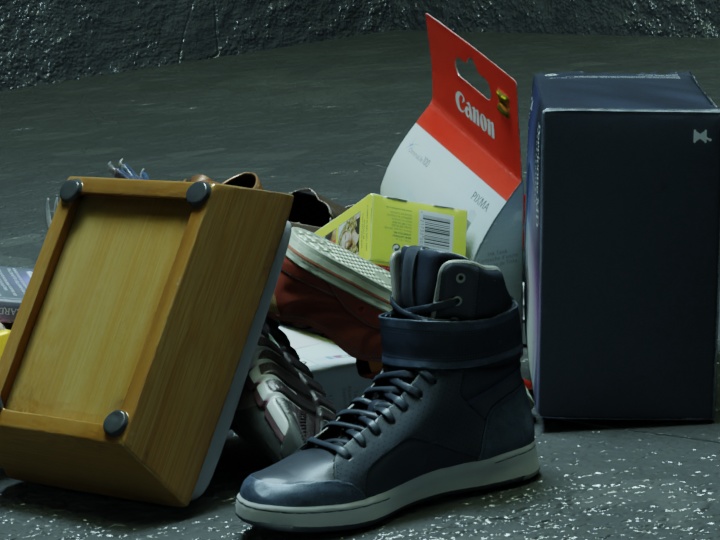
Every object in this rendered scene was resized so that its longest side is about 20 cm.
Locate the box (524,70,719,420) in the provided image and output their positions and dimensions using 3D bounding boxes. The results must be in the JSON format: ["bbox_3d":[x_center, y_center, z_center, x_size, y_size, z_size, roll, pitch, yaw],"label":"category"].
[{"bbox_3d":[0.170,-0.022,1.563,0.122,0.202,0.198,0,11,2],"label":"box"}]

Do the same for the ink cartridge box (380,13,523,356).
[{"bbox_3d":[0.060,-0.056,1.619,0.047,0.201,0.160,-11,26,-18],"label":"ink cartridge box"}]

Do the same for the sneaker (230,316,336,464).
[{"bbox_3d":[-0.085,0.092,1.470,0.076,0.115,0.200,38,14,-39],"label":"sneaker"}]

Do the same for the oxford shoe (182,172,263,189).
[{"bbox_3d":[-0.123,-0.026,1.625,0.071,0.072,0.200,4,15,23],"label":"oxford shoe"}]

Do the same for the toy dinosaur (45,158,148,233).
[{"bbox_3d":[-0.205,0.005,1.786,0.105,0.182,0.200,31,23,-16],"label":"toy dinosaur"}]

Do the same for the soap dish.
[{"bbox_3d":[-0.138,0.034,1.428,0.157,0.201,0.081,5,-21,40],"label":"soap dish"}]

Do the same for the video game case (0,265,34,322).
[{"bbox_3d":[-0.213,0.017,1.590,0.198,0.019,0.143,5,8,-15],"label":"video game case"}]

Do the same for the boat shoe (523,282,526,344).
[{"bbox_3d":[0.139,0.016,1.755,0.198,0.066,0.074,-7,11,-15],"label":"boat shoe"}]

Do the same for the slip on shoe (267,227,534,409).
[{"bbox_3d":[0.024,0.044,1.510,0.199,0.061,0.074,29,11,-18],"label":"slip on shoe"}]

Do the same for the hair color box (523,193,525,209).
[{"bbox_3d":[0.082,-0.027,1.836,0.101,0.062,0.200,-12,-7,9],"label":"hair color box"}]

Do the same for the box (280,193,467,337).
[{"bbox_3d":[0.000,0.000,1.626,0.075,0.051,0.200,9,-18,-22],"label":"box"}]

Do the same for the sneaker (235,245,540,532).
[{"bbox_3d":[0.011,0.063,1.350,0.201,0.147,0.077,-13,15,-34],"label":"sneaker"}]

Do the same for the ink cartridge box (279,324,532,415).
[{"bbox_3d":[-0.002,0.063,1.614,0.199,0.058,0.162,-14,14,-24],"label":"ink cartridge box"}]

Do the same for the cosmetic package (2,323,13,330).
[{"bbox_3d":[-0.225,0.058,1.662,0.101,0.072,0.200,-7,11,-15],"label":"cosmetic package"}]

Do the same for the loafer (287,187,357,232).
[{"bbox_3d":[-0.026,-0.029,1.797,0.073,0.072,0.200,1,12,23],"label":"loafer"}]

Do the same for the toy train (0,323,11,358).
[{"bbox_3d":[-0.287,0.064,1.476,0.150,0.056,0.200,-10,-16,-43],"label":"toy train"}]
